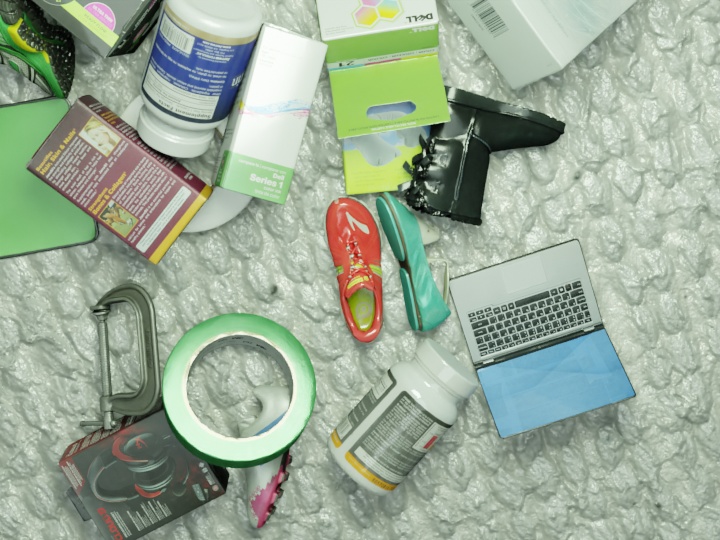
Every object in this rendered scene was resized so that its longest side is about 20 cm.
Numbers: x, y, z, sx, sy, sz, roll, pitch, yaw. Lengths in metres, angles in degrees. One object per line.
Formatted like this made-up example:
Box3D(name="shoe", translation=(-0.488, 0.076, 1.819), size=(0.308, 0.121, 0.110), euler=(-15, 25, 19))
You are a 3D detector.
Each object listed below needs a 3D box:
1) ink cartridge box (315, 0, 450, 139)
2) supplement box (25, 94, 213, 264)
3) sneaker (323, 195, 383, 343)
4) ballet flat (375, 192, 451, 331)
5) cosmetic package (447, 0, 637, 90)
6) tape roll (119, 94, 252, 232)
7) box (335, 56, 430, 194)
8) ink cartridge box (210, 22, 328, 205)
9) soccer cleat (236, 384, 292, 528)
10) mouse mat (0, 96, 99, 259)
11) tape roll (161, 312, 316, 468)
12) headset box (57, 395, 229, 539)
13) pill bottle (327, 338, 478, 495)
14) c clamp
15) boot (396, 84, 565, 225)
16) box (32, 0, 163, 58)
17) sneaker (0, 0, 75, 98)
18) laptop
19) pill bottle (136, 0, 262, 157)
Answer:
Box3D(name="ink cartridge box", translation=(0.027, -0.275, 1.419), size=(0.148, 0.076, 0.200), euler=(-9, 66, 0))
Box3D(name="supplement box", translation=(-0.299, -0.115, 1.449), size=(0.200, 0.086, 0.110), euler=(38, 99, -9))
Box3D(name="sneaker", translation=(0.000, 0.000, 1.522), size=(0.077, 0.085, 0.200), euler=(-12, 102, 0))
Box3D(name="ballet flat", translation=(0.077, -0.018, 1.536), size=(0.070, 0.067, 0.200), euler=(-20, 106, -13))
Box3D(name="cosmetic package", translation=(0.221, -0.366, 1.398), size=(0.200, 0.123, 0.199), euler=(-43, 101, -20))
Box3D(name="tape roll", translation=(-0.224, -0.151, 1.507), size=(0.202, 0.037, 0.203), euler=(0, 102, -1))
Box3D(name="box", translation=(0.032, -0.204, 1.499), size=(0.122, 0.048, 0.200), euler=(-6, 103, -1))
Box3D(name="ink cartridge box", translation=(-0.114, -0.189, 1.413), size=(0.084, 0.145, 0.200), euler=(15, 93, -13))
Box3D(name="soccer cleat", translation=(-0.136, 0.251, 1.587), size=(0.086, 0.070, 0.200), euler=(17, 97, 6))
Box3D(name="mouse mat", translation=(-0.441, -0.121, 1.522), size=(0.161, 0.008, 0.200), euler=(-9, 103, 0))
Box3D(name="tape roll", translation=(-0.160, 0.157, 1.518), size=(0.200, 0.048, 0.201), euler=(3, 68, -8))
Box3D(name="headset box", translation=(-0.302, 0.276, 1.576), size=(0.200, 0.075, 0.149), euler=(-27, 101, 4))
Box3D(name="pill bottle", translation=(0.058, 0.195, 1.550), size=(0.116, 0.116, 0.200), euler=(41, 98, -9))
Box3D(name="c clamp", translation=(-0.326, 0.116, 1.532), size=(0.171, 0.027, 0.200), euler=(1, 91, 41))
Box3D(name="boot", translation=(0.155, -0.138, 1.482), size=(0.198, 0.073, 0.163), euler=(12, 93, -18))
Box3D(name="box", translation=(-0.308, -0.348, 1.378), size=(0.148, 0.200, 0.124), euler=(38, 98, -9))
Box3D(name="sneaker", translation=(-0.410, -0.276, 1.409), size=(0.085, 0.200, 0.078), euler=(-1, 68, 13))
Box3D(name="laptop", translation=(0.238, 0.088, 1.533), size=(0.187, 0.116, 0.200), euler=(-18, 102, 1))
Box3D(name="pill bottle", translation=(-0.199, -0.240, 1.382), size=(0.116, 0.116, 0.200), euler=(22, 128, -6))
